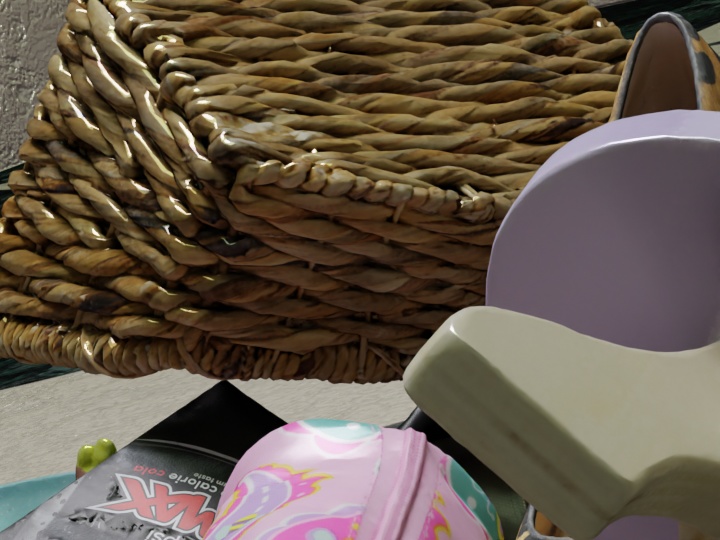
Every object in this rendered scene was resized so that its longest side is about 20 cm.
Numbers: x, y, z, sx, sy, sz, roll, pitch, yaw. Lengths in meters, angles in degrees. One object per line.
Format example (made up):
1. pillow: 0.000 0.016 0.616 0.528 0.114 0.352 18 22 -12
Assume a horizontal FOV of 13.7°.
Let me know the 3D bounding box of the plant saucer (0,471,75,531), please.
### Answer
1. plant saucer: -0.174 0.130 1.205 0.199 0.036 0.200 -15 8 2

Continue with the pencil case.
1. pencil case: -0.008 0.103 0.728 0.087 0.088 0.200 -15 14 10

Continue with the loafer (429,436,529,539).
1. loafer: 0.085 0.080 0.923 0.071 0.073 0.200 16 19 36

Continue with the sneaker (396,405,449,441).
1. sneaker: 0.070 0.057 1.044 0.199 0.084 0.077 -18 9 -14

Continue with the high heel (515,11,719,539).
1. high heel: 0.068 0.022 0.793 0.071 0.143 0.200 -5 19 24

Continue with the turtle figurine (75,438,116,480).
1. turtle figurine: -0.088 0.126 0.958 0.199 0.065 0.161 4 33 31

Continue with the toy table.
1. toy table: 0.103 0.059 0.658 0.200 0.184 0.117 30 28 6

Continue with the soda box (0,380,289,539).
1. soda box: -0.086 0.115 0.838 0.063 0.071 0.200 32 49 30

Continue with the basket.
1. basket: 0.000 0.000 0.926 0.199 0.149 0.143 0 37 -37
